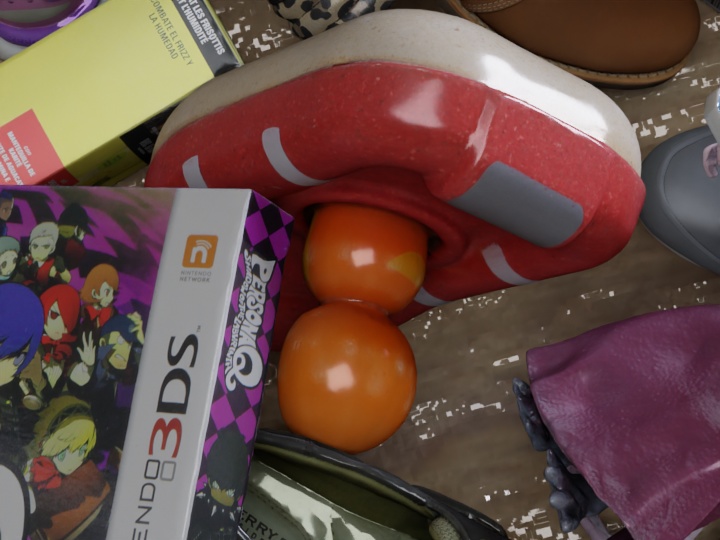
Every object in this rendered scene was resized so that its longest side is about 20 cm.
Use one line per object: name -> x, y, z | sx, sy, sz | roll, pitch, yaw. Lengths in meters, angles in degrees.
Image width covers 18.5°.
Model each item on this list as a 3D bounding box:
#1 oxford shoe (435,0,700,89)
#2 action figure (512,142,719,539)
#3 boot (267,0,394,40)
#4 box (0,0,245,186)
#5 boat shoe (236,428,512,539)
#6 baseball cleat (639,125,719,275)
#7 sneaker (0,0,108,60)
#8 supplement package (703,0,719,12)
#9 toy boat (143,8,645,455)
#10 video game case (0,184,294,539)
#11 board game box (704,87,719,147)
oxford shoe -> 0.060, -0.127, 0.799 | 0.199, 0.071, 0.072 | 27, 56, -31
action figure -> 0.157, 0.040, 0.759 | 0.199, 0.149, 0.135 | -25, 53, 4
boot -> -0.023, -0.188, 0.844 | 0.151, 0.073, 0.201 | 43, 50, -17
box -> -0.137, -0.042, 0.842 | 0.199, 0.075, 0.050 | -30, 84, -1
boat shoe -> 0.020, 0.111, 0.736 | 0.200, 0.066, 0.072 | 27, 69, 1
baseball cleat -> 0.203, -0.028, 0.807 | 0.198, 0.107, 0.070 | 9, 72, -1
sneaker -> -0.127, -0.184, 0.848 | 0.080, 0.088, 0.202 | -3, 83, 4
supplement package -> 0.187, -0.193, 0.815 | 0.121, 0.120, 0.201 | 36, 88, 7
toy boat -> 0.000, 0.000, 0.769 | 0.130, 0.199, 0.132 | 23, 68, -29
video game case -> -0.128, 0.061, 0.728 | 0.198, 0.036, 0.183 | 3, 74, 28
board game box -> 0.214, 0.020, 0.668 | 0.026, 0.199, 0.201 | -41, 67, 41
